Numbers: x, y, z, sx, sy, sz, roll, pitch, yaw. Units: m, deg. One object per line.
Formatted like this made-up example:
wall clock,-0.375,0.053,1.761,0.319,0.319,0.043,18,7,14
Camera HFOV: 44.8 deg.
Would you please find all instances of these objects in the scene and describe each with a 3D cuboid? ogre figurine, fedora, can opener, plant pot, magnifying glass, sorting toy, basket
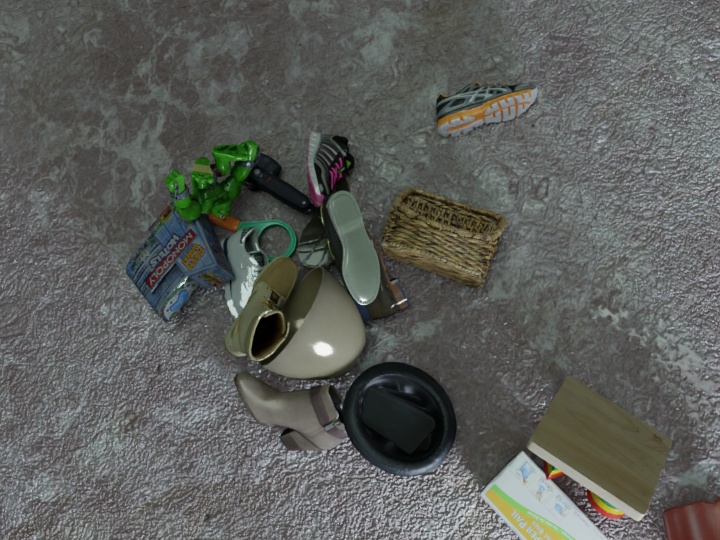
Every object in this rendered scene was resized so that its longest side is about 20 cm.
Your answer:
ogre figurine,-0.267,-0.157,1.575,0.098,0.120,0.200,25,45,8
fedora,0.063,0.258,1.502,0.199,0.092,0.202,2,73,-7
can opener,-0.163,-0.162,1.637,0.200,0.063,0.079,36,90,34
plant pot,0.567,0.455,1.347,0.199,0.201,0.197,-13,67,5
magnifying glass,-0.212,-0.076,1.666,0.199,0.022,0.080,22,82,14
plant pot,-0.068,0.113,1.528,0.134,0.200,0.201,32,82,-15
sorting toy,0.379,0.296,1.415,0.199,0.199,0.070,33,128,14
basket,0.148,-0.075,1.550,0.199,0.143,0.150,20,81,12

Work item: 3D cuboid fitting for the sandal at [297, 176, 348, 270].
sandal,-0.065,-0.086,1.635,0.081,0.055,0.201,6,63,4

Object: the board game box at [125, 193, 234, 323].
board game box,-0.328,-0.015,1.604,0.200,0.062,0.200,-48,51,1

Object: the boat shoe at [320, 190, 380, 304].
boat shoe,-0.019,-0.040,1.530,0.071,0.060,0.203,-18,99,-24

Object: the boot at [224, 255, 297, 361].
boot,-0.153,0.063,1.501,0.073,0.155,0.201,37,76,-17

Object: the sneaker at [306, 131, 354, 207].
sneaker,-0.054,-0.192,1.614,0.087,0.074,0.201,-2,40,0

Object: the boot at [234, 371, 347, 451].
boot,-0.106,0.231,1.510,0.146,0.070,0.200,-28,111,28

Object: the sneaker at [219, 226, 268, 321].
sneaker,-0.200,0.021,1.599,0.080,0.076,0.202,-23,78,29

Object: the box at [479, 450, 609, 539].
box,0.300,0.403,1.429,0.101,0.113,0.200,-44,76,-2

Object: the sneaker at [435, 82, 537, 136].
sneaker,0.232,-0.318,1.633,0.198,0.078,0.078,-15,66,3

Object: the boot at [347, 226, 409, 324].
boot,0.000,0.000,1.578,0.096,0.075,0.201,-30,85,-2
